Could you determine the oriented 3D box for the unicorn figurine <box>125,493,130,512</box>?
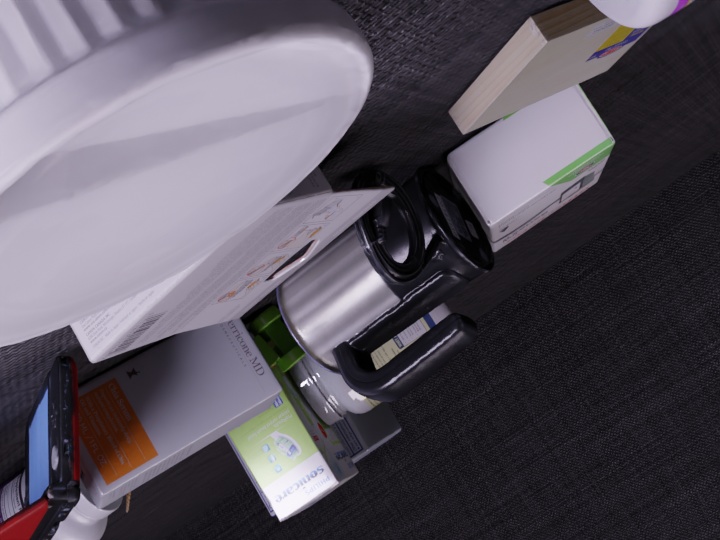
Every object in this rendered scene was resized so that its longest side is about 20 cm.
[{"bbox_3d":[-0.246,0.208,1.390,0.136,0.074,0.201,-19,152,-20],"label":"unicorn figurine"}]

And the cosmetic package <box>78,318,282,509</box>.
[{"bbox_3d":[-0.186,0.129,1.064,0.198,0.102,0.071,-30,170,-25],"label":"cosmetic package"}]

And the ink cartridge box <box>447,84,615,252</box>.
[{"bbox_3d":[0.172,-0.103,1.135,0.144,0.085,0.200,-34,170,4],"label":"ink cartridge box"}]

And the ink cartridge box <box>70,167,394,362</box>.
[{"bbox_3d":[-0.094,-0.016,0.818,0.199,0.045,0.175,-39,168,31],"label":"ink cartridge box"}]

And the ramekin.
[{"bbox_3d":[-0.100,-0.062,0.420,0.201,0.095,0.202,-31,171,-6],"label":"ramekin"}]

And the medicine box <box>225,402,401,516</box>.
[{"bbox_3d":[-0.078,0.197,1.502,0.199,0.184,0.103,-38,168,29],"label":"medicine box"}]

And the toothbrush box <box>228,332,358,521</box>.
[{"bbox_3d":[-0.097,0.180,1.309,0.085,0.202,0.146,-32,170,5],"label":"toothbrush box"}]

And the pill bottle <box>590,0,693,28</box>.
[{"bbox_3d":[0.206,-0.223,0.596,0.198,0.105,0.104,-32,171,-7],"label":"pill bottle"}]

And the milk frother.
[{"bbox_3d":[0.000,0.000,1.023,0.187,0.182,0.199,-37,127,21],"label":"milk frother"}]

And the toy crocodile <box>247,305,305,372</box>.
[{"bbox_3d":[-0.117,0.099,1.186,0.199,0.068,0.062,-38,175,-44],"label":"toy crocodile"}]

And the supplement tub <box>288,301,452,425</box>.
[{"bbox_3d":[0.013,0.081,1.344,0.199,0.146,0.145,-33,170,3],"label":"supplement tub"}]

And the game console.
[{"bbox_3d":[-0.301,0.180,0.902,0.117,0.175,0.200,3,154,-24],"label":"game console"}]

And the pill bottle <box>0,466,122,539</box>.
[{"bbox_3d":[-0.354,0.276,1.204,0.199,0.113,0.112,-36,170,17],"label":"pill bottle"}]

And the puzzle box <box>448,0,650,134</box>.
[{"bbox_3d":[0.176,-0.186,0.919,0.198,0.026,0.133,-27,168,-35],"label":"puzzle box"}]
